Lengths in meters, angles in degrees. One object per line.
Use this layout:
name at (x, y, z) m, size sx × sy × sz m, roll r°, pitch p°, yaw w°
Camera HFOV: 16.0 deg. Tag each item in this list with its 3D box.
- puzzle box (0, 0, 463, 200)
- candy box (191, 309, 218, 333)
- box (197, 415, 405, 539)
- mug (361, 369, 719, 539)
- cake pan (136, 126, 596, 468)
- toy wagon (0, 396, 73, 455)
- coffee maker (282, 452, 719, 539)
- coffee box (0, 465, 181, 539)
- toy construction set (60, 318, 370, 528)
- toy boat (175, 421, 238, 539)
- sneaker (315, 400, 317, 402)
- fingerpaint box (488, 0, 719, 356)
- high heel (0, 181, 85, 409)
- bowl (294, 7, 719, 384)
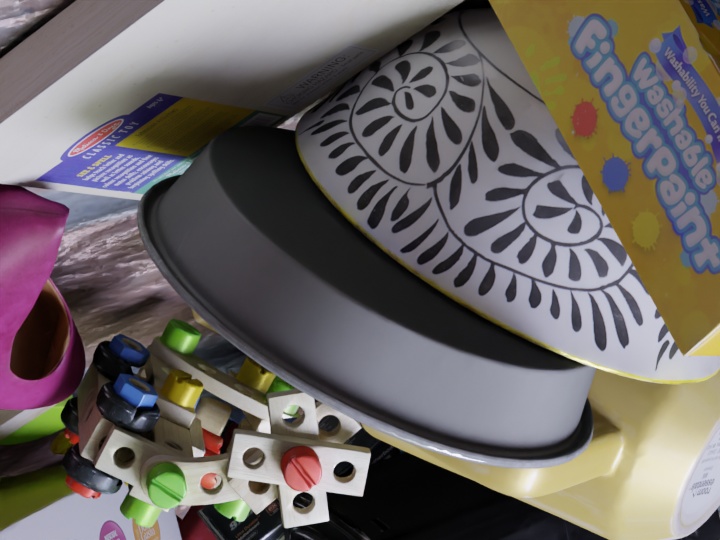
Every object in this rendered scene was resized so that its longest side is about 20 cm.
puzzle box at (-0.059, -0.086, 0.982) m, size 0.199 × 0.026 × 0.133 m, roll -31°, pitch 158°, yaw 33°
candy box at (0.000, 0.000, 1.229) m, size 0.116 × 0.057 × 0.200 m, roll -23°, pitch 159°, yaw 13°
box at (0.030, 0.116, 1.372) m, size 0.200 × 0.046 × 0.159 m, roll -41°, pitch 138°, yaw -4°
mug at (0.090, 0.058, 1.145) m, size 0.187 × 0.153 × 0.150 m, roll -45°, pitch 154°, yaw -30°
cake pan at (0.010, 0.004, 0.996) m, size 0.200 × 0.200 × 0.037 m, roll 4°, pitch 120°, yaw -49°
toy wagon at (-0.208, 0.066, 1.244) m, size 0.155 × 0.040 × 0.199 m, roll -31°, pitch 158°, yaw 34°
coffee maker at (0.065, 0.124, 1.294) m, size 0.199 × 0.193 × 0.135 m, roll -20°, pitch -179°, yaw -26°
coffee box at (-0.205, 0.219, 1.300) m, size 0.199 × 0.199 × 0.200 m, roll -12°, pitch -176°, yaw 22°
toy construction set at (-0.070, 0.081, 1.196) m, size 0.131 × 0.093 × 0.200 m, roll 27°, pitch 177°, yaw -14°
toy boat at (-0.121, 0.158, 1.461) m, size 0.201 × 0.130 × 0.131 m, roll -57°, pitch 178°, yaw -26°
sneaker at (0.049, 0.058, 1.420) m, size 0.199 × 0.075 × 0.116 m, roll -28°, pitch 143°, yaw -30°
fingerpaint box at (0.144, -0.067, 0.941) m, size 0.166 × 0.201 × 0.073 m, roll 2°, pitch 143°, yaw -47°
high heel at (-0.136, 0.018, 1.101) m, size 0.095 × 0.068 × 0.200 m, roll -1°, pitch 163°, yaw 18°
bowl at (0.082, -0.050, 1.027) m, size 0.200 × 0.201 × 0.095 m, roll 4°, pitch 122°, yaw -48°
